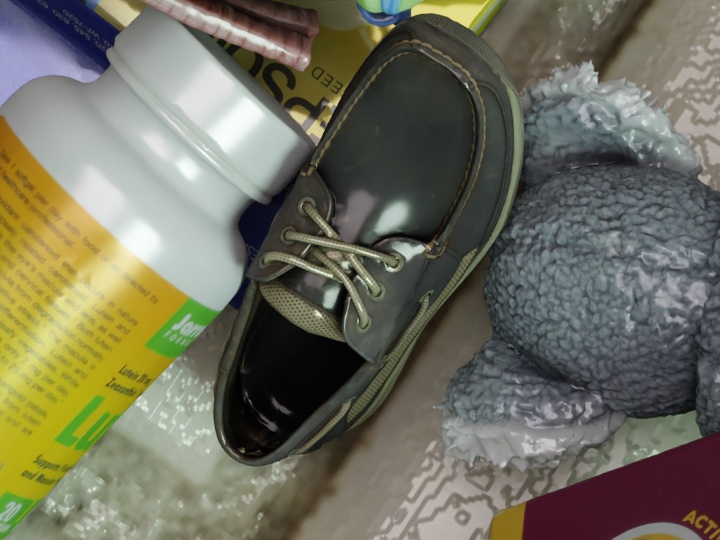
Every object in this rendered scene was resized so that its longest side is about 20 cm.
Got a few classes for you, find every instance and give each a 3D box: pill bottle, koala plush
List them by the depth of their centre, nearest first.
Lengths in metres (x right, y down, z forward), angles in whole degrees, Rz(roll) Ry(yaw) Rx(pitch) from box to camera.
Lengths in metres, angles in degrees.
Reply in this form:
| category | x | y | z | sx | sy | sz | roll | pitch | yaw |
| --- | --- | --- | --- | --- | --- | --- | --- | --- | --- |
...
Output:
| category | x | y | z | sx | sy | sz | roll | pitch | yaw |
| --- | --- | --- | --- | --- | --- | --- | --- | --- | --- |
| koala plush | 0.134 | 0.012 | 0.907 | 0.200 | 0.184 | 0.178 | 15 | 82 | 16 |
| pill bottle | -0.113 | 0.000 | 0.922 | 0.111 | 0.111 | 0.200 | 44 | 95 | 7 |

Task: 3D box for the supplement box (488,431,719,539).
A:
| category | x | y | z | sx | sy | sz | roll | pitch | yaw |
| --- | --- | --- | --- | --- | --- | --- | --- | --- | --- |
| supplement box | 0.140 | 0.125 | 0.789 | 0.200 | 0.103 | 0.131 | -25 | 39 | 34 |

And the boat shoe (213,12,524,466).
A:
| category | x | y | z | sx | sy | sz | roll | pitch | yaw |
| --- | --- | --- | --- | --- | --- | --- | --- | --- | --- |
| boat shoe | 0.000 | 0.000 | 0.898 | 0.074 | 0.073 | 0.200 | 29 | 129 | 9 |

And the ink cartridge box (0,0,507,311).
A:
| category | x | y | z | sx | sy | sz | roll | pitch | yaw |
| --- | --- | --- | --- | --- | --- | --- | --- | --- | --- |
| ink cartridge box | -0.057 | -0.117 | 0.985 | 0.198 | 0.047 | 0.200 | 37 | 83 | 6 |

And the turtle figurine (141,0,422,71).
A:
| category | x | y | z | sx | sy | sz | roll | pitch | yaw |
| --- | --- | --- | --- | --- | --- | --- | --- | --- | --- |
| turtle figurine | -0.061 | -0.167 | 0.838 | 0.194 | 0.200 | 0.144 | 19 | 79 | 16 |
